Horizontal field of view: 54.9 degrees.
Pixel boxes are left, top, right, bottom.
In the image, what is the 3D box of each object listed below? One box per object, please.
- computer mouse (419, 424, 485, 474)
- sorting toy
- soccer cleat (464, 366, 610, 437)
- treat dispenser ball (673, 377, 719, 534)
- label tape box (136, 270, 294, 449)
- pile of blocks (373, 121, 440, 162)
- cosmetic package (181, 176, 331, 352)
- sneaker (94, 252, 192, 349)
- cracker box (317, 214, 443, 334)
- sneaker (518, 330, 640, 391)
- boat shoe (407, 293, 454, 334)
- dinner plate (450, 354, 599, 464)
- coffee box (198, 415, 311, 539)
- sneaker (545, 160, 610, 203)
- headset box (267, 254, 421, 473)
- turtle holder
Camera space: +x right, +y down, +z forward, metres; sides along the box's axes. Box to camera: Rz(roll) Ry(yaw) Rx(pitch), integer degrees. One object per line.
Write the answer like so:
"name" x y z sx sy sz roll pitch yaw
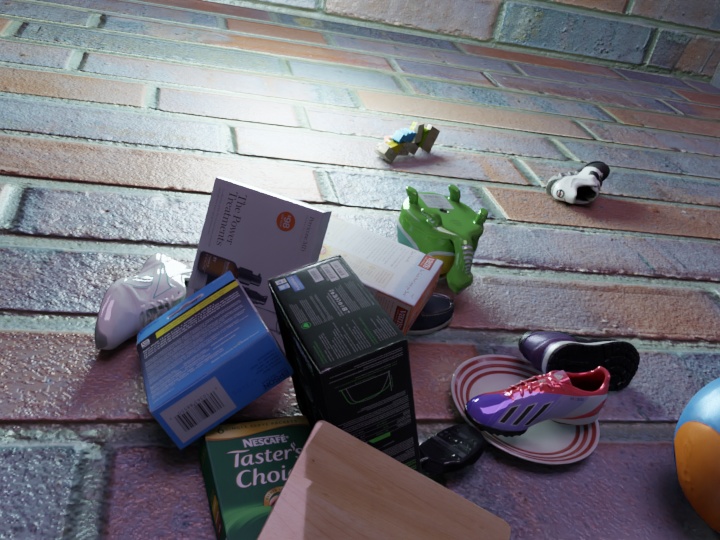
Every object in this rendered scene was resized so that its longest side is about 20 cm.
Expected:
"computer mouse" 0.064 0.227 0.772 0.199 0.034 0.058 -19 28 -32
"sorting toy" 0.004 0.264 0.580 0.199 0.070 0.199 28 48 1
"soccer cleat" 0.220 0.155 0.857 0.198 0.074 0.068 0 33 -22
"treat dispenser ball" 0.459 0.212 0.777 0.199 0.202 0.201 10 31 -6
"label tape box" -0.173 0.091 0.788 0.143 0.066 0.200 -34 26 -8
"pile of blocks" 0.099 -0.307 1.593 0.062 0.083 0.199 33 37 30
"cosmetic package" -0.136 -0.003 0.893 0.149 0.202 0.052 17 10 7
"sneaker" -0.271 0.039 0.900 0.080 0.071 0.201 17 31 8
"cracker box" 0.000 0.000 0.959 0.199 0.058 0.134 23 33 13
"sneaker" 0.312 0.115 0.989 0.199 0.076 0.087 13 13 -32
"boat shoe" 0.053 0.049 1.019 0.198 0.062 0.075 1 33 -19
"dinner plate" 0.212 0.181 0.905 0.198 0.024 0.201 10 32 -6
"coffee box" -0.085 0.233 0.686 0.122 0.044 0.200 -1 34 -22
"sneaker" 0.519 -0.190 1.584 0.199 0.075 0.088 -22 45 -31
"headset box" -0.017 0.118 0.744 0.092 0.201 0.174 -19 36 -15
"turtle holder" 0.139 -0.049 1.144 0.185 0.133 0.140 34 36 30
